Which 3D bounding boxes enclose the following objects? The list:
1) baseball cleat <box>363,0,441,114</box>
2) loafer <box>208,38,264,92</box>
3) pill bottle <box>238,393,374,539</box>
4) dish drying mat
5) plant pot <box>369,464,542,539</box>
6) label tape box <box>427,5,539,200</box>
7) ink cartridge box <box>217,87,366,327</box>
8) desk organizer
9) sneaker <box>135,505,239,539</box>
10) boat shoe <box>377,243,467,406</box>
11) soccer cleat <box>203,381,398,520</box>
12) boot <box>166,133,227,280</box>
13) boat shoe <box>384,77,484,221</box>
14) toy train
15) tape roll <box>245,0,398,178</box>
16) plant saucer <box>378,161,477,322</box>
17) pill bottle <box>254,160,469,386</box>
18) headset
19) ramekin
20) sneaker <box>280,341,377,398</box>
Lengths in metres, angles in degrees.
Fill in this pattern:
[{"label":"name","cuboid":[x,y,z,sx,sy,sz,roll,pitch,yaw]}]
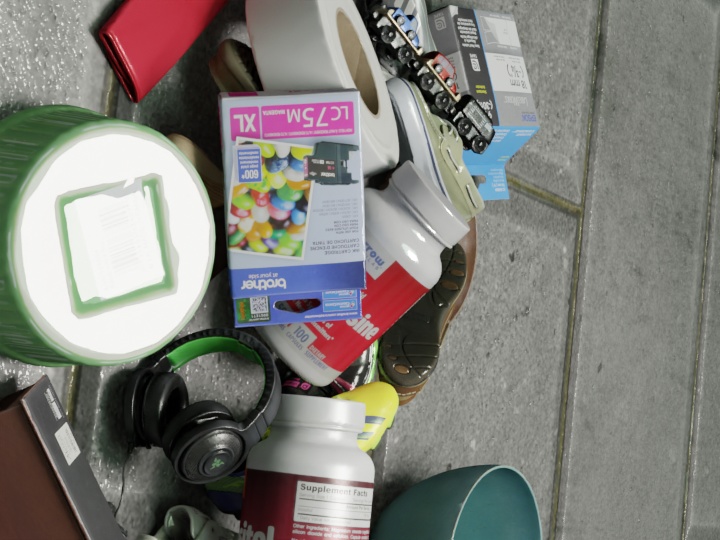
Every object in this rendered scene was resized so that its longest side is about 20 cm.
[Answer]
[{"label":"baseball cleat","cuboid":[0.028,-0.239,1.497,0.106,0.069,0.202,-37,112,-28]},{"label":"loafer","cuboid":[-0.089,-0.114,1.319,0.076,0.067,0.201,-92,156,-58]},{"label":"pill bottle","cuboid":[-0.047,0.210,1.245,0.112,0.112,0.203,17,76,-54]},{"label":"dish drying mat","cuboid":[-0.158,-0.236,1.271,0.201,0.018,0.077,-59,136,-37]},{"label":"plant pot","cuboid":[0.087,0.300,1.543,0.199,0.133,0.203,-3,94,-54]},{"label":"label tape box","cuboid":[0.134,-0.182,1.616,0.144,0.063,0.203,-7,83,-55]},{"label":"ink cartridge box","cuboid":[-0.056,-0.050,1.234,0.042,0.118,0.203,-120,-153,-74]},{"label":"desk organizer","cuboid":[-0.238,0.192,1.117,0.072,0.076,0.202,-78,145,-79]},{"label":"sneaker","cuboid":[-0.125,0.250,1.286,0.199,0.074,0.101,-7,98,-55]},{"label":"boat shoe","cuboid":[0.056,0.051,1.499,0.074,0.075,0.201,102,9,-49]},{"label":"soccer cleat","cuboid":[-0.054,0.149,1.329,0.199,0.065,0.084,-29,120,-13]},{"label":"boot","cuboid":[-0.149,-0.005,1.270,0.200,0.072,0.168,40,71,-50]},{"label":"boat shoe","cuboid":[0.073,-0.123,1.495,0.062,0.072,0.201,-31,133,-8]},{"label":"toy train","cuboid":[0.075,-0.197,1.485,0.046,0.034,0.200,-50,121,-11]},{"label":"tape roll","cuboid":[-0.032,-0.178,1.336,0.202,0.070,0.205,-19,90,-76]},{"label":"plant saucer","cuboid":[0.064,-0.034,1.586,0.199,0.034,0.203,-5,96,-55]},{"label":"pill bottle","cuboid":[0.000,0.000,1.327,0.200,0.113,0.112,-44,140,8]},{"label":"headset","cuboid":[-0.149,0.139,1.223,0.200,0.123,0.095,-46,143,-25]},{"label":"ramekin","cuboid":[-0.205,-0.023,1.097,0.198,0.097,0.203,-4,97,-39]},{"label":"sneaker","cuboid":[-0.037,0.108,1.408,0.084,0.076,0.203,27,68,-56]}]
